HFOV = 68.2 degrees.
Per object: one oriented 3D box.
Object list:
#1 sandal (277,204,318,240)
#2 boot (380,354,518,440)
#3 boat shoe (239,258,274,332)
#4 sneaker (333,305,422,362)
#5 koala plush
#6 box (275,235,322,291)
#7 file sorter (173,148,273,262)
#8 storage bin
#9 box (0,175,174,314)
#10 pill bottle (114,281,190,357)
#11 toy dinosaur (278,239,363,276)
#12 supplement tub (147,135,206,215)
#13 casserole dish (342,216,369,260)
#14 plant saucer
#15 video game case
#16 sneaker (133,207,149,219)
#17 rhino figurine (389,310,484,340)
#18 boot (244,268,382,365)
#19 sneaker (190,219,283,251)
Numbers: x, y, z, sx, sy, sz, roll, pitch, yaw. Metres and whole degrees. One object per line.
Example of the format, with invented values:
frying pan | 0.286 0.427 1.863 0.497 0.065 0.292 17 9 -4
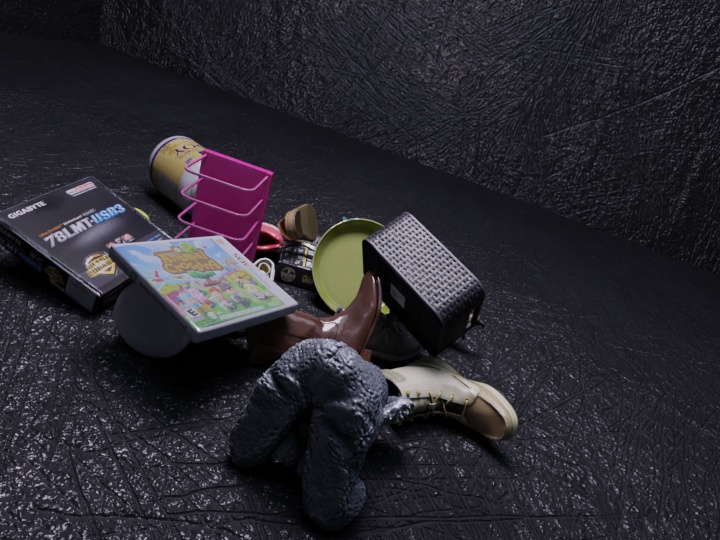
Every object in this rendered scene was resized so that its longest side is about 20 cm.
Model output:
sandal | -0.145 -0.099 1.123 0.068 0.079 0.212 -4 6 8
boot | 0.116 0.197 0.785 0.153 0.073 0.199 -1 23 -43
boat shoe | -0.183 0.026 0.916 0.073 0.087 0.202 19 22 0
sneaker | 0.035 0.104 0.919 0.197 0.083 0.075 6 25 -30
koala plush | -0.022 0.162 0.650 0.176 0.186 0.199 28 12 21
box | -0.094 -0.021 1.150 0.158 0.050 0.201 14 23 -9
file sorter | -0.263 -0.094 0.983 0.137 0.203 0.126 18 25 0
storage bin | 0.096 0.022 0.874 0.093 0.136 0.200 -34 62 -18
box | -0.426 -0.049 0.846 0.198 0.050 0.200 38 31 -1
pill bottle | -0.268 0.033 0.795 0.110 0.114 0.201 18 22 -1
toy dinosaur | -0.062 -0.040 1.103 0.197 0.048 0.088 19 30 3
supplement tub | -0.378 -0.208 1.221 0.199 0.148 0.144 33 26 31
casserole dish | 0.024 -0.032 1.130 0.203 0.038 0.121 63 7 4
plant saucer | 0.000 0.000 1.046 0.196 0.204 0.031 15 -15 -11
video game case | -0.207 0.014 0.729 0.181 0.022 0.199 38 23 20
sneaker | -0.452 -0.075 0.946 0.104 0.077 0.199 32 25 28
rhino figurine | 0.146 0.092 1.016 0.196 0.088 0.061 8 52 -11
boot | -0.072 0.066 0.825 0.196 0.190 0.064 14 -17 -12
sneaker | -0.250 -0.083 1.104 0.197 0.075 0.087 10 7 -23
